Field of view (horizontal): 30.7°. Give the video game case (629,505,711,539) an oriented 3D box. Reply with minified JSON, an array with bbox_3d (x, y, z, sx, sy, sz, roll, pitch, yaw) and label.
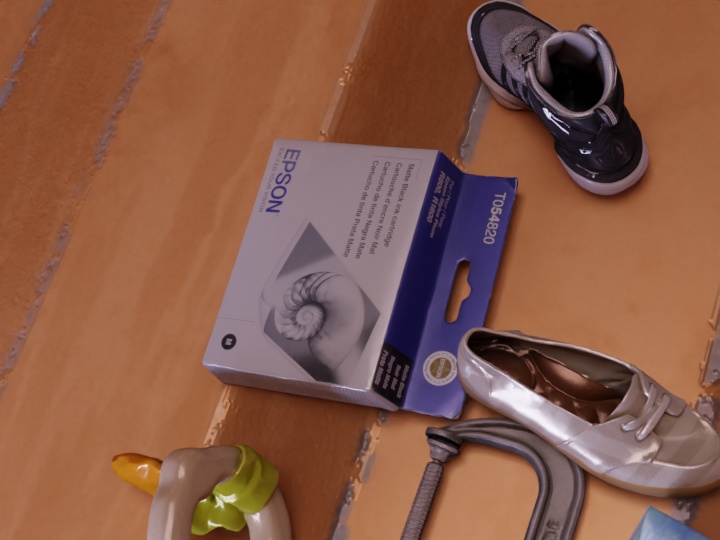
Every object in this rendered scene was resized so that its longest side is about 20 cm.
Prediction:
[{"bbox_3d":[0.217,0.270,0.786,0.199,0.045,0.182,28,75,26],"label":"video game case"}]

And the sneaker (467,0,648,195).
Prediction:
[{"bbox_3d":[0.140,-0.154,0.971,0.075,0.114,0.200,-34,60,-1],"label":"sneaker"}]

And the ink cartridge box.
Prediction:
[{"bbox_3d":[0.000,0.000,0.976,0.199,0.041,0.201,6,67,24],"label":"ink cartridge box"}]

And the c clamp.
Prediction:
[{"bbox_3d":[0.056,0.183,0.886,0.170,0.027,0.201,20,73,24],"label":"c clamp"}]

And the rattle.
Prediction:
[{"bbox_3d":[-0.125,0.223,0.891,0.142,0.130,0.202,-7,82,20],"label":"rattle"}]

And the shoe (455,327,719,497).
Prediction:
[{"bbox_3d":[0.152,0.091,0.873,0.199,0.054,0.070,23,62,19],"label":"shoe"}]
